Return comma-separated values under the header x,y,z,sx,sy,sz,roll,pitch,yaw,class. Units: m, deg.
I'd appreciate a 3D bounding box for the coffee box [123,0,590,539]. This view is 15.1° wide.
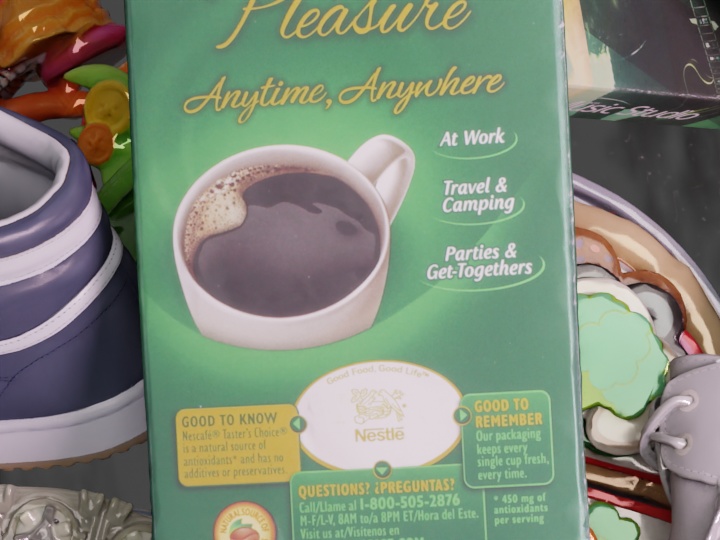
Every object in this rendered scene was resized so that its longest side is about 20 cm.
x,y,z,sx,sy,sz,roll,pitch,yaw,class
0.000,0.000,0.742,0.122,0.044,0.201,-4,90,4,coffee box

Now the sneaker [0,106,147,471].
x,y,z,sx,sy,sz,roll,pitch,yaw,class
-0.158,0.010,0.769,0.199,0.109,0.070,-9,44,6,sneaker

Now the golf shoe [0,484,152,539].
x,y,z,sx,sy,sz,roll,pitch,yaw,class
-0.052,0.106,0.813,0.199,0.097,0.079,7,87,-4,golf shoe

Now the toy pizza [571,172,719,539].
x,y,z,sx,sy,sz,roll,pitch,yaw,class
0.034,0.058,0.883,0.199,0.032,0.201,0,80,-1,toy pizza

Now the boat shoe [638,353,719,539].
x,y,z,sx,sy,sz,roll,pitch,yaw,class
0.124,0.050,0.849,0.068,0.072,0.200,35,72,-3,boat shoe

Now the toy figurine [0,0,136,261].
x,y,z,sx,sy,sz,roll,pitch,yaw,class
-0.093,-0.099,0.860,0.200,0.150,0.184,-35,79,8,toy figurine

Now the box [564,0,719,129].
x,y,z,sx,sy,sz,roll,pitch,yaw,class
0.087,-0.118,0.851,0.199,0.036,0.145,0,76,-44,box
